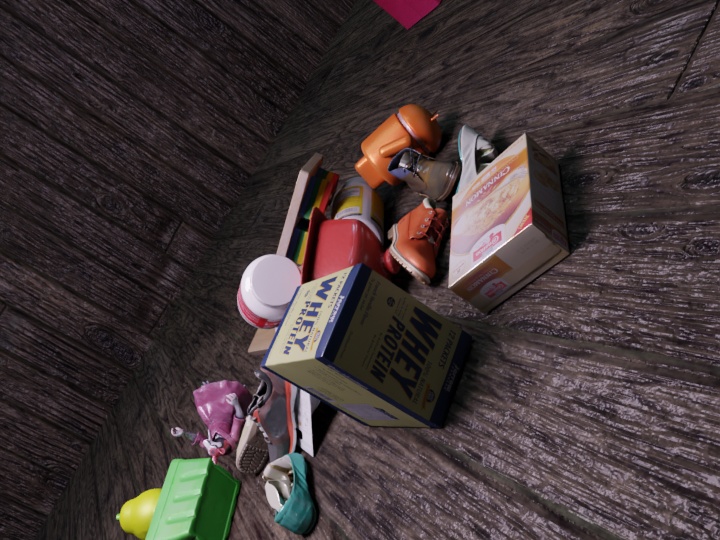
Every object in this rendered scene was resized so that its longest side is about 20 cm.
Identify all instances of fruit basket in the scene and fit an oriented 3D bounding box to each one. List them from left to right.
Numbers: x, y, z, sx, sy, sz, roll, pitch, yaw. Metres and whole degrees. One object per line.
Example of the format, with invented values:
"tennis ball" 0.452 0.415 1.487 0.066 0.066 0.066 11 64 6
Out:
"fruit basket" -0.345 0.464 1.372 0.214 0.156 0.217 -32 30 21

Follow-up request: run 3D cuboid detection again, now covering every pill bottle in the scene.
"pill bottle" -0.158 0.036 1.295 0.113 0.111 0.200 -63 5 -16
"pill bottle" -0.006 -0.109 1.503 0.111 0.111 0.201 -46 22 29

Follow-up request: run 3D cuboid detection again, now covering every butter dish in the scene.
"butter dish" 0.000 0.000 1.270 0.146 0.200 0.201 -16 45 23

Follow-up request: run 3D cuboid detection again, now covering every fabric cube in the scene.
"fabric cube" 0.150 -0.887 2.182 0.198 0.199 0.200 -62 20 -18

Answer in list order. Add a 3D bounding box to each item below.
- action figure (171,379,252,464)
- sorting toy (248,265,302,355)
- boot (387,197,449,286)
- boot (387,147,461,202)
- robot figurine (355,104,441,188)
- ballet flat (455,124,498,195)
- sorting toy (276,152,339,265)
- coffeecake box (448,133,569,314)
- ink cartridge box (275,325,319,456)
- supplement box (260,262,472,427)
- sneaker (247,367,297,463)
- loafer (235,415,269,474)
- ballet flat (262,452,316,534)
"action figure" -0.277 0.308 1.436 0.133 0.150 0.201 -20 35 5
"sorting toy" -0.137 0.093 1.555 0.199 0.069 0.200 -18 45 61
"boot" 0.105 -0.054 1.221 0.107 0.075 0.201 -43 24 17
"boot" 0.109 -0.172 1.303 0.075 0.096 0.200 -66 10 -5
"robot figurine" 0.082 -0.253 1.487 0.200 0.144 0.117 -40 57 15
"ballet flat" 0.196 -0.169 1.202 0.069 0.069 0.202 -37 32 43
"sorting toy" -0.101 -0.119 1.498 0.200 0.069 0.201 -72 1 -70
"coffeecake box" 0.199 -0.066 1.006 0.153 0.073 0.201 -41 26 36
"ink cartridge box" -0.098 0.199 1.276 0.162 0.056 0.203 -174 75 -66
"supplement box" 0.005 0.112 1.008 0.199 0.199 0.135 -18 43 58
"sneaker" -0.158 0.249 1.259 0.077 0.081 0.203 -152 61 -61
"loafer" -0.180 0.280 1.381 0.201 0.075 0.068 -59 26 -4
"ballet flat" -0.118 0.335 1.156 0.068 0.070 0.200 -55 19 6
